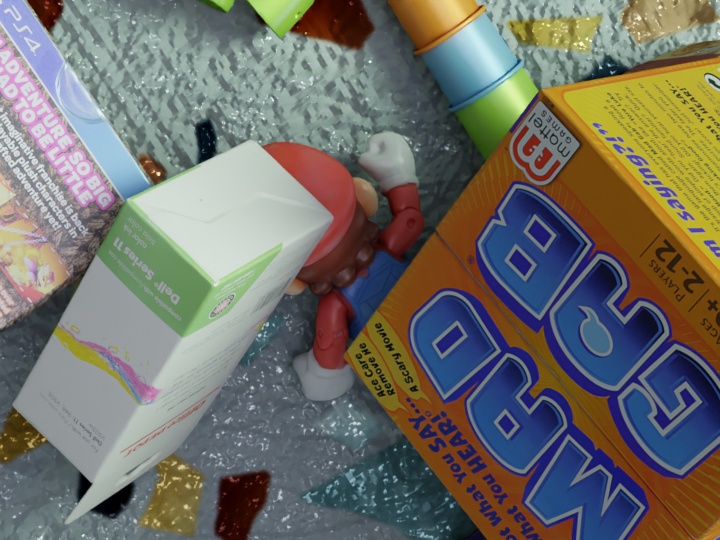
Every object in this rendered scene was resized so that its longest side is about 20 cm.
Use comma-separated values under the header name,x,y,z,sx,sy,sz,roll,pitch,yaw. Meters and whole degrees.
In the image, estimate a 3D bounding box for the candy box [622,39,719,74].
name,x,y,z,sx,sy,sz,roll,pitch,yaw
candy box,0.234,-0.038,1.027,0.055,0.115,0.200,-24,100,-12

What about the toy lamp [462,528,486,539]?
name,x,y,z,sx,sy,sz,roll,pitch,yaw
toy lamp,0.142,0.155,1.030,0.200,0.058,0.058,-25,100,7

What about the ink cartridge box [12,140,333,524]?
name,x,y,z,sx,sy,sz,roll,pitch,yaw
ink cartridge box,-0.110,0.035,0.919,0.067,0.117,0.200,42,125,11

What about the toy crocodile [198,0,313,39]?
name,x,y,z,sx,sy,sz,roll,pitch,yaw
toy crocodile,-0.113,-0.199,0.963,0.200,0.062,0.068,29,88,-10

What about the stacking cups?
name,x,y,z,sx,sy,sz,roll,pitch,yaw
stacking cups,0.060,-0.123,1.012,0.060,0.061,0.200,-38,98,-8

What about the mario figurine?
name,x,y,z,sx,sy,sz,roll,pitch,yaw
mario figurine,0.000,0.000,1.007,0.200,0.106,0.124,47,46,-23

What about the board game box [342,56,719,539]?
name,x,y,z,sx,sy,sz,roll,pitch,yaw
board game box,0.158,0.034,0.885,0.200,0.200,0.200,-15,59,-48

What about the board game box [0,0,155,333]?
name,x,y,z,sx,sy,sz,roll,pitch,yaw
board game box,-0.231,-0.042,0.921,0.200,0.097,0.160,-35,102,-9
